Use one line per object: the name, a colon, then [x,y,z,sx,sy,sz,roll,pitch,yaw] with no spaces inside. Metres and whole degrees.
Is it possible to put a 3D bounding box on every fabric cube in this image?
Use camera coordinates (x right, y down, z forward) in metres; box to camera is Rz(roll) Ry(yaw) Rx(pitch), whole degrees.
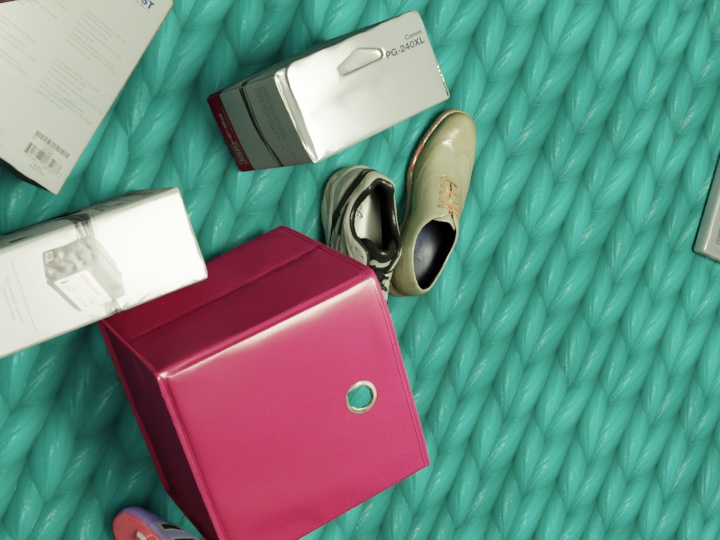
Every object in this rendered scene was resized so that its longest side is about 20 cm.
fabric cube: [-0.088,0.103,0.972,0.198,0.199,0.199,-25,113,-21]

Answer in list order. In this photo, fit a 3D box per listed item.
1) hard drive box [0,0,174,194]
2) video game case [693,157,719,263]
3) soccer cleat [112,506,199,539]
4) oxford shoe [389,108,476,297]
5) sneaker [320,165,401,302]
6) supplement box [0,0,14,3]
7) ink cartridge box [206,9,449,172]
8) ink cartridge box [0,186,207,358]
hard drive box: [-0.273,-0.192,0.921,0.156,0.076,0.202,39,77,-42]
video game case: [0.498,-0.089,1.339,0.180,0.023,0.203,20,84,-24]
soccer cleat: [-0.151,0.284,1.049,0.200,0.066,0.077,45,40,-13]
oxford shoe: [0.084,-0.066,1.120,0.070,0.074,0.203,18,86,-24]
sneaker: [0.000,0.000,1.079,0.075,0.087,0.203,-6,97,-26]
supplement box: [-0.294,-0.257,0.806,0.197,0.086,0.112,-12,83,-5]
ink cartridge box: [-0.034,-0.156,0.991,0.144,0.199,0.084,-28,104,-20]
ink cartridge box: [-0.247,-0.001,0.932,0.198,0.145,0.085,-22,101,-22]
